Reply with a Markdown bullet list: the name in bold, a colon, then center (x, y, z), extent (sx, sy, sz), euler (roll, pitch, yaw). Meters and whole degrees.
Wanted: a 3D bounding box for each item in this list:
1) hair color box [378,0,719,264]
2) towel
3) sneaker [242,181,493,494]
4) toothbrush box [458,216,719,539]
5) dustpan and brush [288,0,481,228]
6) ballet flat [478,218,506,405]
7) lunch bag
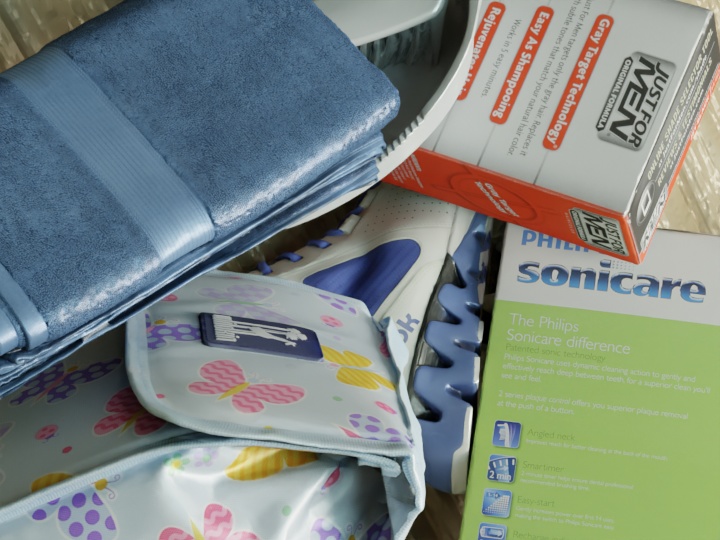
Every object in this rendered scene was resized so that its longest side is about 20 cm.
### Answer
- **hair color box**: center (0.042, -0.084, 1.036), extent (0.102, 0.200, 0.061), euler (-65, 159, -15)
- **towel**: center (-0.091, -0.041, 0.912), extent (0.200, 0.049, 0.112), euler (-32, 71, -25)
- **sneaker**: center (0.000, 0.001, 1.071), extent (0.115, 0.081, 0.200), euler (5, 57, 1)
- **toothbrush box**: center (0.122, 0.088, 1.036), extent (0.086, 0.145, 0.200), euler (74, 24, -70)
- **dustpan and brush**: center (0.023, -0.109, 0.982), extent (0.057, 0.200, 0.140), euler (57, 16, -66)
- **ballet flat**: center (0.067, 0.026, 1.152), extent (0.071, 0.071, 0.200), euler (19, 82, -37)
- **lunch bag**: center (-0.076, 0.077, 0.922), extent (0.200, 0.170, 0.127), euler (-21, 111, 5)
